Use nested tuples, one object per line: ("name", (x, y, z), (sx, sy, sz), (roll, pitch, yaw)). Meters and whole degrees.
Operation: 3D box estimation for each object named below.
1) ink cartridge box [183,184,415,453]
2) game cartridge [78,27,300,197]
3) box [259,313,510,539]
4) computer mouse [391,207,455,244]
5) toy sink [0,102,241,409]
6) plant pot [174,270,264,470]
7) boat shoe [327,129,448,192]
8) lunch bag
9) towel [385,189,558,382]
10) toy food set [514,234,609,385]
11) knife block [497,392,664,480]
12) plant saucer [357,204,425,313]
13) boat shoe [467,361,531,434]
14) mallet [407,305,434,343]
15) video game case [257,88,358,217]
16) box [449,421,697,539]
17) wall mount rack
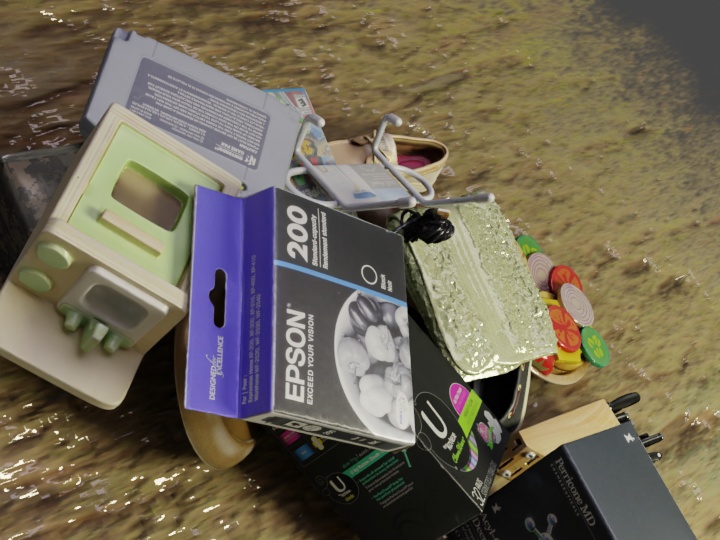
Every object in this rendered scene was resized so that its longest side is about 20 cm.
("ink cartridge box", (-0.045, 0.035, 0.912), (0.199, 0.043, 0.199), (17, 57, -34))
("game cartridge", (-0.159, -0.134, 1.061), (0.199, 0.041, 0.134), (23, 55, -19))
("box", (0.023, 0.143, 1.052), (0.200, 0.124, 0.149), (49, 27, -5))
("computer mouse", (0.000, 0.000, 1.081), (0.199, 0.110, 0.044), (-31, 103, -18))
("toy sink", (-0.200, -0.012, 0.912), (0.130, 0.112, 0.201), (32, 53, -17))
("plant pot", (-0.114, 0.079, 1.017), (0.027, 0.201, 0.201), (-3, 44, 17))
("boat shoe", (0.022, -0.139, 1.355), (0.199, 0.069, 0.074), (-4, 60, -38))
("lunch bag", (-0.231, -0.034, 1.055), (0.199, 0.118, 0.165), (-17, 71, -38))
("towel", (0.120, 0.014, 1.189), (0.148, 0.036, 0.201), (-16, 75, -28))
("toy food set", (0.215, 0.043, 1.347), (0.197, 0.049, 0.201), (7, 55, -44))
("knife block", (0.250, 0.184, 1.271), (0.199, 0.064, 0.176), (29, 44, -13))
("plant saucer", (0.071, -0.020, 1.271), (0.200, 0.037, 0.201), (42, 24, -23))
("boat shoe", (0.152, 0.078, 1.227), (0.063, 0.073, 0.203), (32, 61, -63))
("mallet", (0.027, 0.090, 1.207), (0.199, 0.041, 0.066), (-26, 76, -41))
("video game case", (-0.076, -0.092, 1.137), (0.143, 0.018, 0.201), (-11, 74, -45))
("box", (0.202, 0.263, 1.074), (0.107, 0.200, 0.149), (-8, 62, -40))
("wall mount rack", (0.028, -0.094, 1.130), (0.199, 0.075, 0.174), (-7, 44, -43))
